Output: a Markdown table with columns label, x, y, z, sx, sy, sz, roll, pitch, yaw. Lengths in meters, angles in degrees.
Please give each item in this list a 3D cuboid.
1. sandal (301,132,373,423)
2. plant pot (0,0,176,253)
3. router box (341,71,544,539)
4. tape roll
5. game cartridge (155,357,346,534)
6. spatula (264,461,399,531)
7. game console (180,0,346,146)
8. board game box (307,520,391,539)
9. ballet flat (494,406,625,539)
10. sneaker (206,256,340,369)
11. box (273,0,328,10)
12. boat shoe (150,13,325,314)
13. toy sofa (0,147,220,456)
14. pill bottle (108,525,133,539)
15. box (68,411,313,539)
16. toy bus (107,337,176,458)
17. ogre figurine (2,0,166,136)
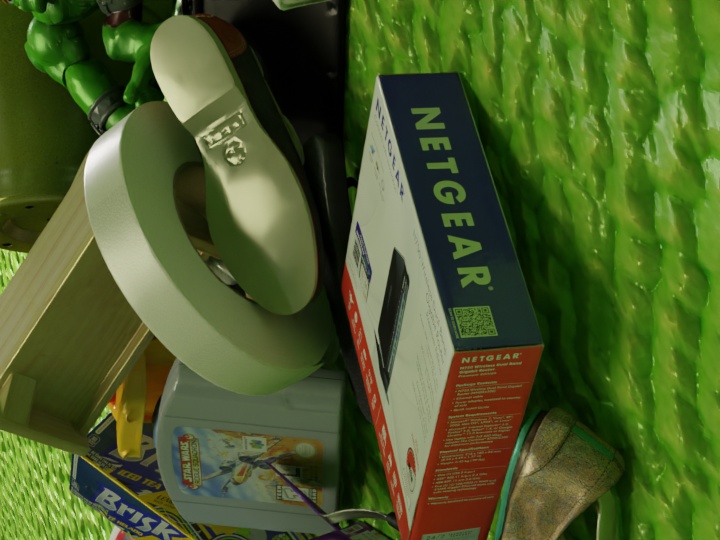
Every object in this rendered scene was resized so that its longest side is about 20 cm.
| label | x | y | z | sx | sy | sz | roll | pitch | yaw |
| --- | --- | --- | --- | --- | --- | --- | --- | --- | --- |
| sandal | 0.000 | 0.000 | 1.185 | 0.076 | 0.043 | 0.202 | -130 | 24 | -61 |
| plant pot | -0.236 | -0.121 | 1.391 | 0.200 | 0.198 | 0.195 | 133 | 137 | -65 |
| router box | 0.039 | 0.023 | 1.018 | 0.180 | 0.048 | 0.201 | 100 | 162 | -47 |
| tape roll | -0.094 | -0.015 | 1.183 | 0.037 | 0.202 | 0.204 | -33 | 68 | 24 |
| game cartridge | -0.077 | 0.126 | 1.301 | 0.201 | 0.132 | 0.042 | 92 | 179 | -54 |
| spatula | 0.007 | 0.165 | 1.216 | 0.199 | 0.021 | 0.057 | 13 | 155 | 43 |
| game console | -0.060 | -0.199 | 1.222 | 0.177 | 0.115 | 0.201 | -83 | -3 | -53 |
| board game box | -0.059 | 0.262 | 1.273 | 0.103 | 0.198 | 0.106 | 17 | 120 | 65 |
| ballet flat | 0.099 | 0.158 | 1.000 | 0.067 | 0.068 | 0.201 | 23 | 138 | 12 |
| sneaker | -0.093 | -0.006 | 1.310 | 0.200 | 0.088 | 0.076 | 52 | 123 | 35 |
| box | -0.034 | -0.252 | 0.998 | 0.200 | 0.108 | 0.129 | 53 | 149 | 43 |
| boat shoe | -0.069 | -0.069 | 1.159 | 0.201 | 0.071 | 0.062 | 65 | -159 | 7 |
| toy sofa | -0.186 | 0.020 | 1.278 | 0.201 | 0.082 | 0.098 | -54 | 36 | 18 |
| pill bottle | -0.141 | 0.288 | 1.612 | 0.200 | 0.110 | 0.112 | 43 | 143 | 53 |
| box | -0.138 | 0.195 | 1.481 | 0.199 | 0.070 | 0.065 | 34 | 142 | 15 |
| toy bus | -0.150 | 0.076 | 1.391 | 0.201 | 0.191 | 0.136 | 60 | 152 | 30 |
| ogre figurine | -0.179 | -0.188 | 1.253 | 0.119 | 0.098 | 0.201 | 22 | 140 | 27 |
